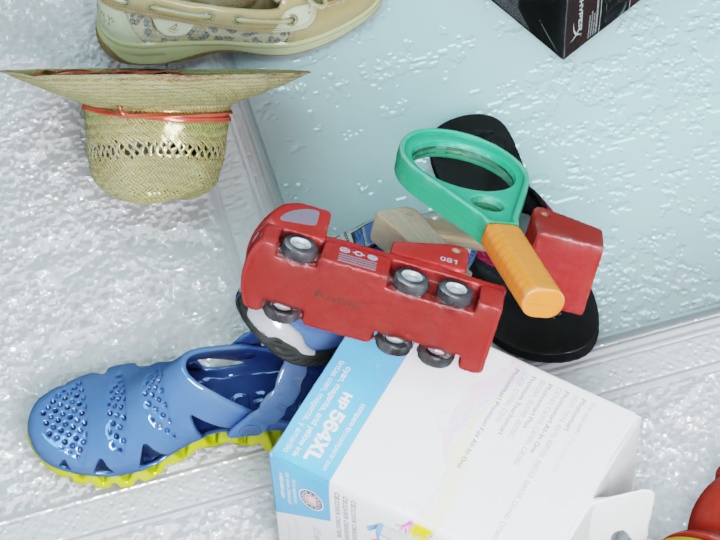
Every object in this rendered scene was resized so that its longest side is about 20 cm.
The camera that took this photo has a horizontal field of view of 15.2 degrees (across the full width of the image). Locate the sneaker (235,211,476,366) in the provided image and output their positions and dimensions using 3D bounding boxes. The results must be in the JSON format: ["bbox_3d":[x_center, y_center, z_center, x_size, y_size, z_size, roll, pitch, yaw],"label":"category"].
[{"bbox_3d":[0.000,0.000,1.615,0.076,0.077,0.200,49,35,14],"label":"sneaker"}]

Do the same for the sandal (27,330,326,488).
[{"bbox_3d":[-0.104,0.074,1.621,0.199,0.087,0.080,-12,59,-4],"label":"sandal"}]

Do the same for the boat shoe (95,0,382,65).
[{"bbox_3d":[-0.078,-0.185,1.798,0.199,0.063,0.073,-13,55,-13],"label":"boat shoe"}]

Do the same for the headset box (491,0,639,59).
[{"bbox_3d":[0.159,-0.261,1.837,0.200,0.077,0.149,-38,64,-22],"label":"headset box"}]

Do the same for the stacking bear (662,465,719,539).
[{"bbox_3d":[0.193,0.197,1.523,0.121,0.114,0.200,26,57,17],"label":"stacking bear"}]

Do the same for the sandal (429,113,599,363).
[{"bbox_3d":[0.092,-0.026,1.703,0.075,0.045,0.200,-17,58,-9],"label":"sandal"}]

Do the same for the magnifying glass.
[{"bbox_3d":[0.074,-0.031,1.542,0.079,0.022,0.200,5,29,-19],"label":"magnifying glass"}]

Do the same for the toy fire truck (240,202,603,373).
[{"bbox_3d":[0.037,-0.003,1.546,0.199,0.049,0.141,16,28,-1],"label":"toy fire truck"}]

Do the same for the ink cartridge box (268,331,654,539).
[{"bbox_3d":[0.066,0.131,1.552,0.200,0.129,0.125,25,60,18],"label":"ink cartridge box"}]

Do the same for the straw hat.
[{"bbox_3d":[-0.131,-0.086,1.720,0.200,0.201,0.085,1,95,2],"label":"straw hat"}]
